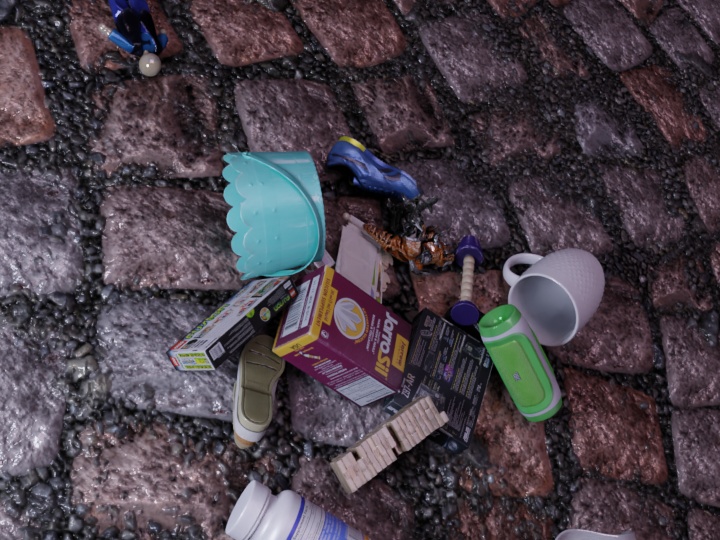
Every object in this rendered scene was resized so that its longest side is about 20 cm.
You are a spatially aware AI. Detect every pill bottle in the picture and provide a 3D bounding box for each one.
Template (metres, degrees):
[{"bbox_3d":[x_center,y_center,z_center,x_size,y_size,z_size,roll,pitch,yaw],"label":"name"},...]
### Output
[{"bbox_3d":[-0.089,0.385,1.314,0.198,0.112,0.113,32,53,-9],"label":"pill bottle"}]

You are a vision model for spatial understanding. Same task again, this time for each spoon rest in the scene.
[{"bbox_3d":[0.403,0.479,1.573,0.196,0.061,0.101,-6,67,-33],"label":"spoon rest"}]

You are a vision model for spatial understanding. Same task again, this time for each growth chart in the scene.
[{"bbox_3d":[0.000,0.000,1.612,0.144,0.018,0.203,39,48,-33],"label":"growth chart"}]

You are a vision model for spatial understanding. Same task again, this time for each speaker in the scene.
[{"bbox_3d":[0.282,0.163,1.625,0.088,0.087,0.203,-43,112,-39],"label":"speaker"}]

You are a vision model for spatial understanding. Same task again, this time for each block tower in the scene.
[{"bbox_3d":[0.044,0.270,1.460,0.198,0.054,0.059,-31,89,-24],"label":"block tower"}]

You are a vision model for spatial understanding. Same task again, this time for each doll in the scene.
[{"bbox_3d":[-0.400,-0.432,1.630,0.135,0.048,0.204,-13,77,-44],"label":"doll"}]

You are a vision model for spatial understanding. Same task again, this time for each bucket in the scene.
[{"bbox_3d":[-0.138,-0.092,1.473,0.132,0.208,0.211,-9,67,-13],"label":"bucket"}]

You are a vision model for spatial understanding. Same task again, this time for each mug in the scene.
[{"bbox_3d":[0.364,0.026,1.763,0.198,0.150,0.174,28,40,27],"label":"mug"}]

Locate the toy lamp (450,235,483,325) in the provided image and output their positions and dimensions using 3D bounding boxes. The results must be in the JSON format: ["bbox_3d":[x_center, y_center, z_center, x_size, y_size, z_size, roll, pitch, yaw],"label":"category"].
[{"bbox_3d":[0.196,0.011,1.700,0.057,0.058,0.202,28,39,-12],"label":"toy lamp"}]

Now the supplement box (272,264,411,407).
[{"bbox_3d":[-0.026,0.108,1.479,0.199,0.102,0.133,35,50,-29],"label":"supplement box"}]

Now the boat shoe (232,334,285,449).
[{"bbox_3d":[-0.163,0.181,1.412,0.073,0.069,0.202,23,34,-10],"label":"boat shoe"}]

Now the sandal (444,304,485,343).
[{"bbox_3d":[0.242,0.122,1.690,0.198,0.043,0.077,35,52,-8],"label":"sandal"}]

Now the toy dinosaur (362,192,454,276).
[{"bbox_3d":[0.094,-0.063,1.677,0.199,0.100,0.139,21,68,-55],"label":"toy dinosaur"}]

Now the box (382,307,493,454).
[{"bbox_3d":[0.139,0.188,1.594,0.158,0.044,0.202,31,53,-11],"label":"box"}]

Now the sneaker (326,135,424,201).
[{"bbox_3d":[0.025,-0.166,1.720,0.198,0.066,0.079,32,64,-10],"label":"sneaker"}]

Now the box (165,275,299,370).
[{"bbox_3d":[-0.195,0.079,1.423,0.200,0.109,0.035,-43,114,-38],"label":"box"}]

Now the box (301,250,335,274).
[{"bbox_3d":[-0.121,-0.072,1.595,0.201,0.039,0.041,51,51,4],"label":"box"}]
